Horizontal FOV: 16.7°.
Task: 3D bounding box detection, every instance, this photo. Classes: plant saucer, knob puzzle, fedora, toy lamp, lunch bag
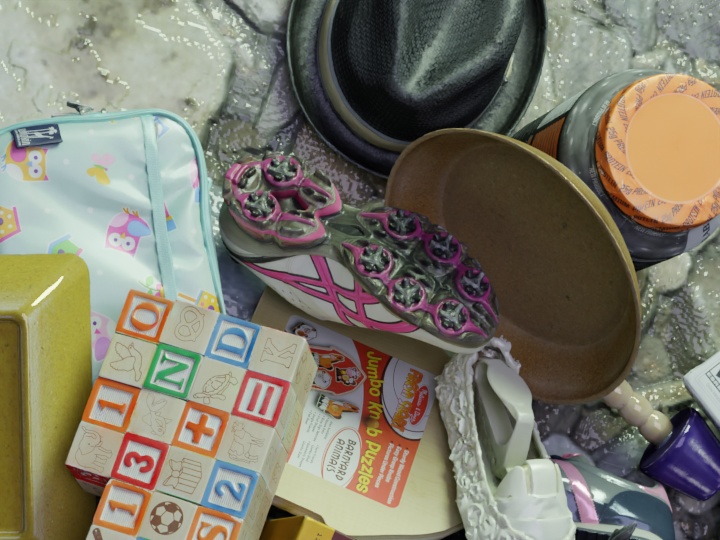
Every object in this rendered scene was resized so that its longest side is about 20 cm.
[{"bbox_3d":[0.103,-0.009,1.550,0.035,0.200,0.201,-39,93,-36],"label":"plant saucer"},{"bbox_3d":[0.006,0.106,1.566,0.218,0.031,0.221,13,43,-12],"label":"knob puzzle"},{"bbox_3d":[0.048,-0.162,1.631,0.199,0.092,0.202,2,81,-15],"label":"fedora"},{"bbox_3d":[-0.262,0.093,1.480,0.198,0.048,0.202,-1,94,3],"label":"plant saucer"},{"bbox_3d":[0.167,0.079,1.652,0.200,0.058,0.058,41,74,-4],"label":"toy lamp"},{"bbox_3d":[-0.165,-0.006,1.556,0.159,0.077,0.202,-7,85,-16],"label":"lunch bag"}]

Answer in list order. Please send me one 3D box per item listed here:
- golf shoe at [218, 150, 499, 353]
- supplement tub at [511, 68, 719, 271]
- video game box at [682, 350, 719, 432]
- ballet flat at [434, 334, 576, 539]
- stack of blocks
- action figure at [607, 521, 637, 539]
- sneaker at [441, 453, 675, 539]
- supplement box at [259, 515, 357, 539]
[{"bbox_3d":[0.000,0.000,1.573,0.199,0.092,0.073,30,57,14],"label":"golf shoe"},{"bbox_3d":[0.167,-0.060,1.595,0.122,0.200,0.124,2,82,-16],"label":"supplement tub"},{"bbox_3d":[0.344,0.095,1.626,0.182,0.047,0.200,-38,74,2],"label":"video game box"},{"bbox_3d":[0.092,0.121,1.521,0.071,0.072,0.201,-5,50,-16],"label":"ballet flat"},{"bbox_3d":[-0.112,0.125,1.454,0.114,0.059,0.201,15,73,12],"label":"stack of blocks"},{"bbox_3d":[0.198,0.233,1.543,0.199,0.102,0.120,20,102,-21],"label":"action figure"},{"bbox_3d":[0.113,0.150,1.630,0.199,0.070,0.082,21,40,-2],"label":"sneaker"},{"bbox_3d":[0.006,0.254,1.504,0.199,0.197,0.134,26,77,-10],"label":"supplement box"}]
